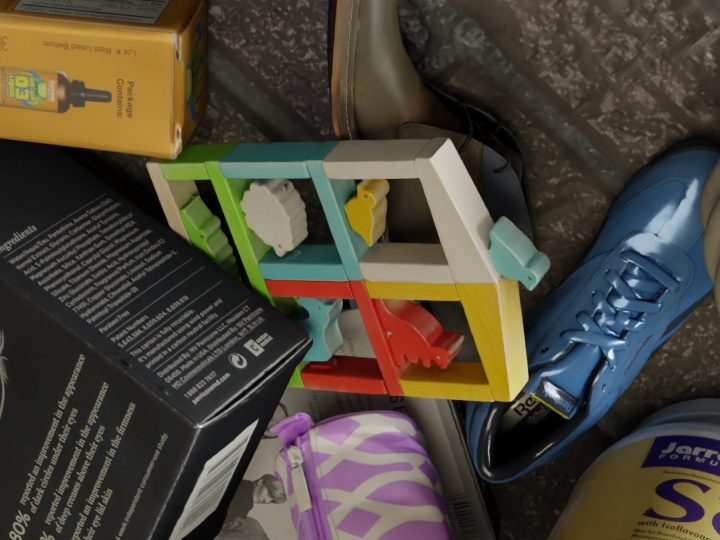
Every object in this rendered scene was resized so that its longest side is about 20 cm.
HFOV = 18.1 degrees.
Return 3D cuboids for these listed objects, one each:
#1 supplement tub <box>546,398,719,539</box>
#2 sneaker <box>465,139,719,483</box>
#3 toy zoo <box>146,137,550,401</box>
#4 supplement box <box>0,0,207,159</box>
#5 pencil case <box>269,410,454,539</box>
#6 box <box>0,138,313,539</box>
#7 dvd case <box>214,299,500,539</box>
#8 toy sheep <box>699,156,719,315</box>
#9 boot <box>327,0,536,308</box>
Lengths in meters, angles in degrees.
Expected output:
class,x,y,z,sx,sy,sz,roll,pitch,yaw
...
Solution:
class,x,y,z,sx,sy,sz,roll,pitch,yaw
supplement tub,0.151,0.162,1.065,0.144,0.200,0.146,10,120,18
sneaker,0.120,0.027,1.086,0.066,0.079,0.200,36,116,-5
toy zoo,0.000,0.000,1.056,0.199,0.020,0.132,2,124,36
supplement box,-0.174,-0.106,1.088,0.198,0.069,0.067,8,118,9
pencil case,0.009,0.160,1.083,0.084,0.201,0.085,-33,143,25
box,-0.148,0.046,1.097,0.200,0.104,0.148,37,127,12
dvd case,-0.041,0.093,1.181,0.199,0.025,0.151,-12,113,16
toy sheep,0.216,-0.013,0.995,0.137,0.201,0.138,-10,137,-9
boot,0.035,-0.074,1.064,0.096,0.075,0.201,-3,126,2
